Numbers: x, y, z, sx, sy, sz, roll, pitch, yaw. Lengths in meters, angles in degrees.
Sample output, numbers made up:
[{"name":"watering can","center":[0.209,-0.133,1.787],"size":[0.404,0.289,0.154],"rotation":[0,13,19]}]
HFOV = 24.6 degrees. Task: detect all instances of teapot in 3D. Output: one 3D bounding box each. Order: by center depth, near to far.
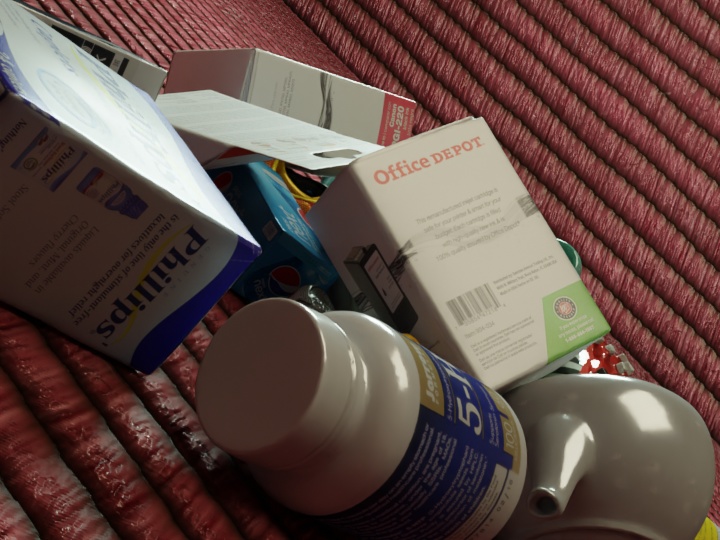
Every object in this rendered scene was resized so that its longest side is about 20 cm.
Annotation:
[{"name":"teapot","center":[0.171,0.180,1.221],"size":[0.199,0.197,0.146],"rotation":[16,56,-18]}]

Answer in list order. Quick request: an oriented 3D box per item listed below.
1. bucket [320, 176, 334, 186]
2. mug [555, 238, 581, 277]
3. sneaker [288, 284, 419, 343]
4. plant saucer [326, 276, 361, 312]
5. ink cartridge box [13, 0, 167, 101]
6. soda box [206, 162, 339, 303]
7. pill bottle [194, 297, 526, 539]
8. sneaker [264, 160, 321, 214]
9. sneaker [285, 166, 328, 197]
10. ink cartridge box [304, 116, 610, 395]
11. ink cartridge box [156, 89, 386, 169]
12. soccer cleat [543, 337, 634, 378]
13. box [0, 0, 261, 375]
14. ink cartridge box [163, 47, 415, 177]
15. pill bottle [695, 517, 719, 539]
[{"name":"bucket","center":[0.045,-0.053,1.730],"size":[0.207,0.135,0.207],"rotation":[46,4,-4]},{"name":"mug","center":[0.110,0.060,1.419],"size":[0.114,0.152,0.185],"rotation":[21,29,16]},{"name":"sneaker","center":[0.009,0.072,1.207],"size":[0.078,0.082,0.200],"rotation":[32,13,-46]},{"name":"plant saucer","center":[0.000,0.000,1.387],"size":[0.200,0.050,0.201],"rotation":[-2,90,-76]},{"name":"ink cartridge box","center":[-0.248,-0.178,1.218],"size":[0.200,0.039,0.099],"rotation":[20,7,-40]},{"name":"soda box","center":[-0.085,-0.036,1.359],"size":[0.068,0.064,0.200],"rotation":[37,11,-30]},{"name":"pill bottle","center":[0.000,0.092,0.960],"size":[0.200,0.120,0.120],"rotation":[32,14,-49]},{"name":"sneaker","center":[-0.034,-0.023,1.474],"size":[0.200,0.077,0.073],"rotation":[50,8,0]},{"name":"sneaker","center":[-0.027,-0.028,1.587],"size":[0.200,0.073,0.112],"rotation":[38,9,30]},{"name":"ink cartridge box","center":[0.074,0.000,1.261],"size":[0.145,0.084,0.200],"rotation":[-22,77,-36]},{"name":"ink cartridge box","center":[-0.089,-0.093,1.290],"size":[0.200,0.057,0.162],"rotation":[24,19,24]},{"name":"soccer cleat","center":[0.179,0.098,1.382],"size":[0.069,0.085,0.200],"rotation":[55,17,-10]},{"name":"box","center":[-0.184,-0.063,0.928],"size":[0.200,0.105,0.184],"rotation":[34,13,-46]},{"name":"ink cartridge box","center":[-0.070,-0.147,1.565],"size":[0.200,0.085,0.145],"rotation":[11,-2,-39]},{"name":"pill bottle","center":[0.233,0.225,1.394],"size":[0.200,0.104,0.104],"rotation":[41,9,-16]}]
